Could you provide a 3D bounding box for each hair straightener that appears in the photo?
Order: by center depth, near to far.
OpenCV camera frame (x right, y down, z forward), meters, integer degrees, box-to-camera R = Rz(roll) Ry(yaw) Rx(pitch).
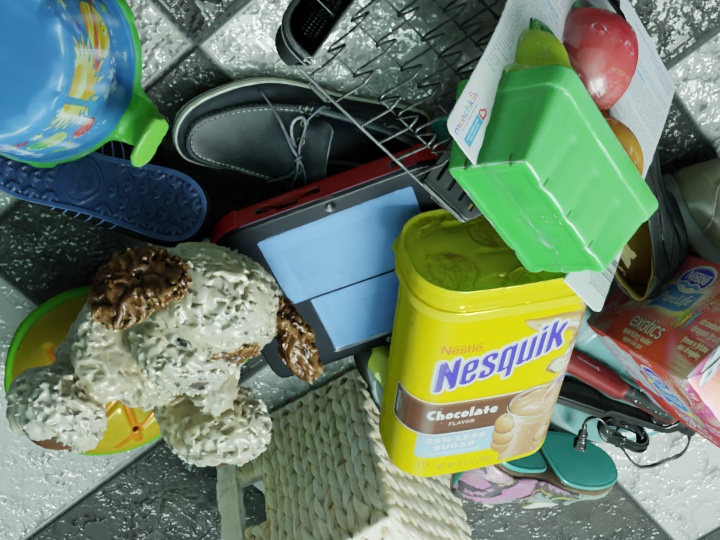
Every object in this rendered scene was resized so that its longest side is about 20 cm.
[{"bbox_3d":[0.215,0.125,0.933,0.198,0.041,0.077,24,119,-27],"label":"hair straightener"}]

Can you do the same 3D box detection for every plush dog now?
[{"bbox_3d":[-0.122,0.038,0.725,0.198,0.163,0.171,16,150,-38],"label":"plush dog"}]

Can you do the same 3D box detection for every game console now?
[{"bbox_3d":[0.000,0.000,0.797,0.197,0.031,0.178,-19,133,6],"label":"game console"}]

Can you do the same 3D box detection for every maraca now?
[{"bbox_3d":[-0.182,0.081,0.850,0.197,0.107,0.140,6,103,-29],"label":"maraca"}]

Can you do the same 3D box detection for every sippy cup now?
[{"bbox_3d":[-0.210,-0.130,0.652,0.174,0.130,0.143,-4,100,-1],"label":"sippy cup"}]

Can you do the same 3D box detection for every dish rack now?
[{"bbox_3d":[0.050,-0.138,0.696,0.199,0.054,0.154,41,72,-17],"label":"dish rack"}]

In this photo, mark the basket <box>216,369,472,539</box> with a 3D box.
[{"bbox_3d":[-0.008,0.229,0.921,0.160,0.199,0.201,-33,122,11],"label":"basket"}]

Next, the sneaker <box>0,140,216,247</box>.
[{"bbox_3d":[-0.197,-0.067,0.766,0.197,0.078,0.071,25,85,1],"label":"sneaker"}]

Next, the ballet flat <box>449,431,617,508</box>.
[{"bbox_3d":[0.146,0.179,0.930,0.198,0.070,0.071,13,128,-45],"label":"ballet flat"}]

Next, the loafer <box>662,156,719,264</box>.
[{"bbox_3d":[0.316,-0.016,0.861,0.069,0.076,0.200,-35,122,22],"label":"loafer"}]

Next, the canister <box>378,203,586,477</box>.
[{"bbox_3d":[0.090,0.055,0.790,0.146,0.087,0.202,-9,134,-16],"label":"canister"}]

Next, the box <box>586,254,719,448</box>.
[{"bbox_3d":[0.262,0.060,0.798,0.095,0.200,0.100,-43,101,1],"label":"box"}]

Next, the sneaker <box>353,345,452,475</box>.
[{"bbox_3d":[0.072,0.106,0.924,0.090,0.079,0.199,-42,126,12],"label":"sneaker"}]

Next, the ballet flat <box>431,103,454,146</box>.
[{"bbox_3d":[0.124,-0.066,0.812,0.072,0.074,0.201,-31,120,15],"label":"ballet flat"}]

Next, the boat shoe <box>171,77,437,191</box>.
[{"bbox_3d":[-0.038,-0.092,0.771,0.196,0.063,0.076,4,126,-10],"label":"boat shoe"}]

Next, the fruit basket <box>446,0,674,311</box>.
[{"bbox_3d":[0.134,-0.107,0.686,0.093,0.202,0.185,-7,140,41],"label":"fruit basket"}]

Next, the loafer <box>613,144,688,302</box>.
[{"bbox_3d":[0.183,-0.071,0.781,0.072,0.072,0.202,-22,106,35],"label":"loafer"}]

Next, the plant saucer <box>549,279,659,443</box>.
[{"bbox_3d":[0.240,0.088,0.950,0.196,0.036,0.203,-3,126,-4],"label":"plant saucer"}]
